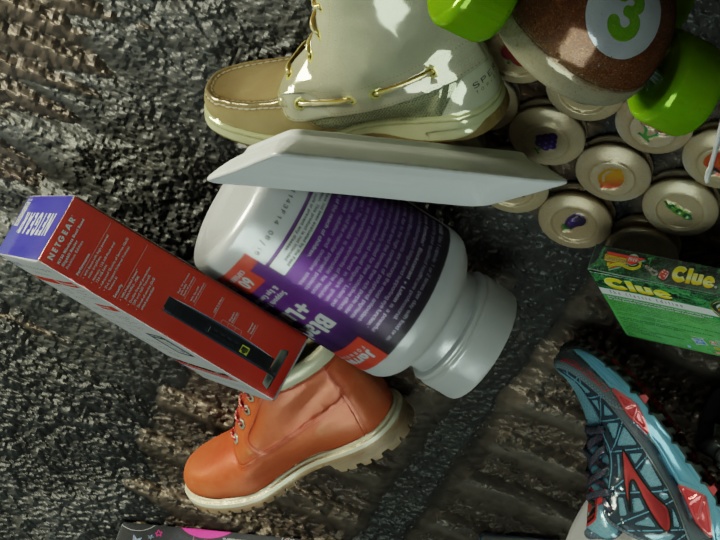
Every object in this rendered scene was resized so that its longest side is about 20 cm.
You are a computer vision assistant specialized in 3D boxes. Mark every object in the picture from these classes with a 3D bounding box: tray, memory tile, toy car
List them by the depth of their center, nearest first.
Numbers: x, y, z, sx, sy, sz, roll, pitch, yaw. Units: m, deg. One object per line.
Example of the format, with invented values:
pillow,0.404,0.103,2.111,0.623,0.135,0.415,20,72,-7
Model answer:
toy car,0.150,-0.200,1.087,0.163,0.159,0.200,22,128,-24
tray,0.016,-0.063,1.262,0.198,0.022,0.107,4,171,-27
memory tile,0.139,-0.074,1.310,0.199,0.017,0.154,26,138,-11

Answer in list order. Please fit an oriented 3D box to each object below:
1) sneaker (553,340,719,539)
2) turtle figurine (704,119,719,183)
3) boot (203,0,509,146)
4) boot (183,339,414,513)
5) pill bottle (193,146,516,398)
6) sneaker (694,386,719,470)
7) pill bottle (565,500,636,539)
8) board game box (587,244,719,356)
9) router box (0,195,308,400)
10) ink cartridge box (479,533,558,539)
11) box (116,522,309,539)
sneaker,0.182,0.141,1.412,0.095,0.079,0.201,-36,78,4
turtle figurine,0.273,-0.091,1.192,0.150,0.100,0.201,46,147,30
boot,-0.020,-0.151,1.242,0.198,0.072,0.155,0,132,24
boot,-0.069,0.108,1.539,0.199,0.075,0.107,-27,120,28
pill bottle,0.000,0.000,1.363,0.199,0.112,0.111,31,136,-15
sneaker,0.283,0.131,1.434,0.110,0.077,0.201,9,136,4
pill bottle,0.255,0.236,1.528,0.199,0.116,0.116,32,136,-16
board game box,0.250,0.032,1.323,0.198,0.024,0.105,13,161,27
router box,-0.144,0.016,1.394,0.179,0.049,0.200,32,173,-16
ink cartridge box,0.131,0.317,1.656,0.067,0.116,0.201,2,137,16
box,-0.109,0.301,1.718,0.198,0.115,0.133,4,136,15
